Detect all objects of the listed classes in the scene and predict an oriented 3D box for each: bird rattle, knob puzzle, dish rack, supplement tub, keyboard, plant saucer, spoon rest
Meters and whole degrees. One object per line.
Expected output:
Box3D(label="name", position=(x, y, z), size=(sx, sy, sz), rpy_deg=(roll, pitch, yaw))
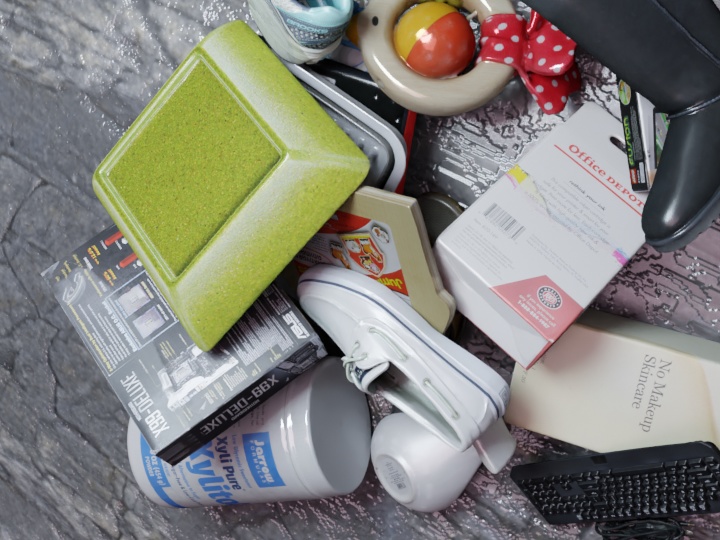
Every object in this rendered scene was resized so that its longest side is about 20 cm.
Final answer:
Box3D(label="bird rattle", position=(0.082, -0.191, 0.751), size=(0.163, 0.113, 0.200), rpy_deg=(-39, 89, -8))
Box3D(label="knob puzzle", position=(0.000, 0.000, 0.764), size=(0.220, 0.030, 0.220), rpy_deg=(29, 145, 22))
Box3D(label="dish rack", position=(-0.053, -0.082, 0.813), size=(0.172, 0.044, 0.200), rpy_deg=(36, 128, 10))
Box3D(label="supplement tub", position=(-0.105, 0.155, 0.877), size=(0.200, 0.132, 0.132), rpy_deg=(-11, 93, 25))
Box3D(label="keyboard", position=(0.216, 0.191, 0.743), size=(0.104, 0.040, 0.200), rpy_deg=(46, 142, -17))
Box3D(label="plant saucer", position=(-0.121, -0.076, 0.719), size=(0.200, 0.048, 0.200), rpy_deg=(-47, 61, 13))
Box3D(label="spoon rest", position=(0.073, 0.163, 0.815), size=(0.099, 0.061, 0.200), rpy_deg=(61, 147, 3))

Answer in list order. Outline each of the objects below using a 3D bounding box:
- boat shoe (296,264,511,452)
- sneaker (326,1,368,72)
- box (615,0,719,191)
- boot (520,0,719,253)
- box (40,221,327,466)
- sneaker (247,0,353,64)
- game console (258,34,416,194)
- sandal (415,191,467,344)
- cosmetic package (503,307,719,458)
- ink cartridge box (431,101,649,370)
Box3D(label="boat shoe", position=(0.020, 0.065, 0.726), size=(0.200, 0.067, 0.074), rpy_deg=(30, 146, 22))
Box3D(label="sneaker", position=(0.001, -0.182, 0.826), size=(0.200, 0.075, 0.087), rpy_deg=(34, 129, 15))
Box3D(label="box", position=(0.250, -0.167, 0.702), size=(0.110, 0.035, 0.200), rpy_deg=(-9, 94, -6))
Box3D(label="boot", position=(0.190, -0.135, 0.642), size=(0.200, 0.066, 0.165), rpy_deg=(41, 76, -13))
Box3D(label="box", position=(-0.149, 0.036, 0.775), size=(0.158, 0.050, 0.200), rpy_deg=(-37, 67, -8))
Box3D(label="sneaker", position=(-0.074, -0.255, 0.701), size=(0.200, 0.078, 0.086), rpy_deg=(47, 159, -12))
Box3D(label="game console", position=(-0.050, -0.113, 0.841), size=(0.200, 0.031, 0.177), rpy_deg=(23, 124, 18))
Box3D(label="sandal", position=(0.056, 0.031, 0.830), size=(0.082, 0.055, 0.200), rpy_deg=(19, 105, 20))
Box3D(label="cosmetic package", position=(0.229, 0.099, 0.756), size=(0.200, 0.073, 0.104), rpy_deg=(15, 104, 22))
Box3D(label="ink cartridge box", position=(0.159, -0.033, 0.737), size=(0.116, 0.200, 0.068), rpy_deg=(43, 156, 12))
